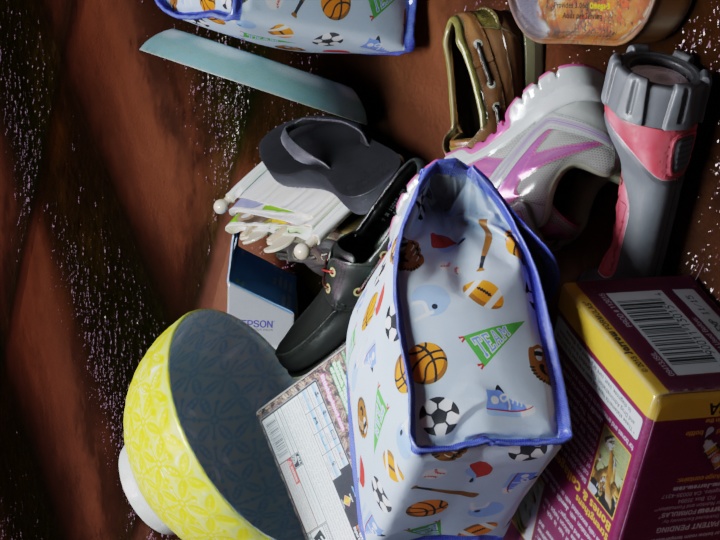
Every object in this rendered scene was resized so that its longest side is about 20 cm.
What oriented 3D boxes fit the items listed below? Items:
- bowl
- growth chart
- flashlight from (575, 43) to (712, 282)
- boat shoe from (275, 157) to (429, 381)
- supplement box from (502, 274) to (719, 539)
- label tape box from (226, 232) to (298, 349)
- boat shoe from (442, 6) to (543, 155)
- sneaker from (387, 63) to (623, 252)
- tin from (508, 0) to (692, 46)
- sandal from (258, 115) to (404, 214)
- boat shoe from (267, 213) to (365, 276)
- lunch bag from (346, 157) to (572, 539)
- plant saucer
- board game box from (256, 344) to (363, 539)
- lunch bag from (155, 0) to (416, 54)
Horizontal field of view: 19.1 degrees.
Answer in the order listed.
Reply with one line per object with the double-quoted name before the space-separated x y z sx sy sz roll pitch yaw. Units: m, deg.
"bowl" -0.118 0.140 1.607 0.107 0.200 0.202 -30 61 24
"growth chart" -0.050 -0.068 1.782 0.018 0.144 0.200 57 165 -26
"flashlight" 0.172 -0.042 1.372 0.068 0.067 0.202 -84 4 -60
"boat shoe" 0.000 -0.001 1.636 0.202 0.063 0.074 -48 25 15
"supplement box" 0.175 0.122 1.341 0.131 0.102 0.202 -126 40 -50
"label tape box" -0.085 0.054 1.882 0.143 0.065 0.202 -92 6 -77
"boat shoe" 0.090 -0.087 1.536 0.072 0.067 0.202 0 94 63
"sneaker" 0.101 -0.046 1.439 0.200 0.081 0.089 -42 60 22
"tin" 0.157 -0.207 1.414 0.200 0.041 0.113 -164 68 -64
"sandal" -0.023 -0.099 1.738 0.200 0.076 0.043 24 150 57
"boat shoe" -0.019 -0.028 1.791 0.200 0.073 0.065 19 126 62
"lunch bag" 0.055 0.053 1.350 0.170 0.123 0.202 113 151 -57
"plant saucer" -0.084 -0.163 1.766 0.200 0.199 0.028 25 97 62
"board game box" 0.042 0.126 1.539 0.200 0.096 0.161 -37 69 40
"lunch bag" -0.067 -0.240 1.717 0.200 0.169 0.125 6 87 62
